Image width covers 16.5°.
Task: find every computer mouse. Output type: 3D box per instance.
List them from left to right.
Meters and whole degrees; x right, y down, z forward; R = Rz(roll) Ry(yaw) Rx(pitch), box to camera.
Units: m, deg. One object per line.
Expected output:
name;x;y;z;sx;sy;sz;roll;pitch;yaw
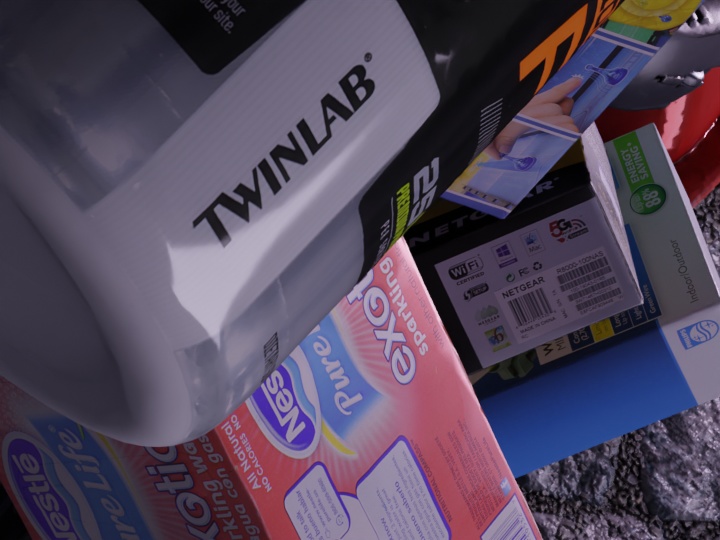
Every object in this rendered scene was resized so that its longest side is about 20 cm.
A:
computer mouse;0.130;-0.066;0.885;0.200;0.034;0.059;11;126;-44

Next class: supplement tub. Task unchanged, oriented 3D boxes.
supplement tub;-0.010;-0.076;0.455;0.200;0.123;0.123;-46;178;-21

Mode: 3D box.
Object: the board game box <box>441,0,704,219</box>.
board game box;0.028;-0.095;0.752;0.200;0.135;0.035;131;-28;-53

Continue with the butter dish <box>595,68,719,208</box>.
butter dish;0.119;-0.153;1.152;0.200;0.199;0.148;-45;160;-43

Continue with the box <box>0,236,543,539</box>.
box;-0.040;0.037;0.704;0.094;0.200;0.103;-9;-154;40

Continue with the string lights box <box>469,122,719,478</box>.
string lights box;0.047;0.030;1.005;0.199;0.103;0.059;-23;137;9

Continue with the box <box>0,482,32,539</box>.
box;-0.138;0.084;0.851;0.200;0.043;0.160;-48;-148;22

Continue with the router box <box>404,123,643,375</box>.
router box;0.000;0.000;0.933;0.199;0.052;0.157;-23;-161;9
